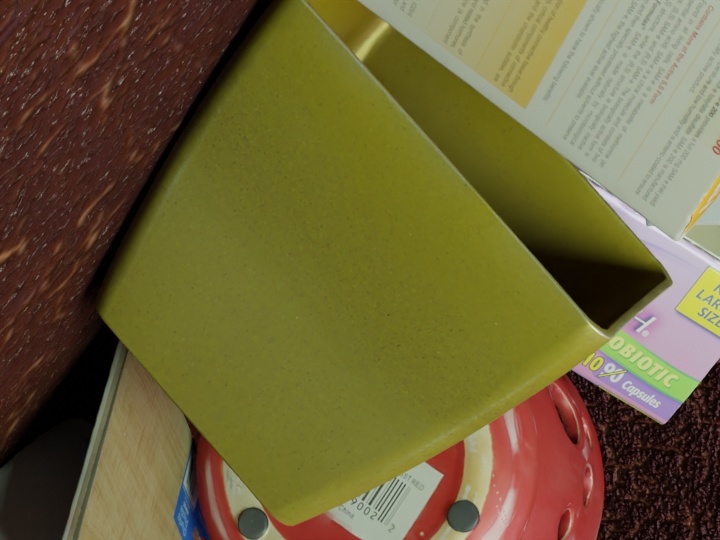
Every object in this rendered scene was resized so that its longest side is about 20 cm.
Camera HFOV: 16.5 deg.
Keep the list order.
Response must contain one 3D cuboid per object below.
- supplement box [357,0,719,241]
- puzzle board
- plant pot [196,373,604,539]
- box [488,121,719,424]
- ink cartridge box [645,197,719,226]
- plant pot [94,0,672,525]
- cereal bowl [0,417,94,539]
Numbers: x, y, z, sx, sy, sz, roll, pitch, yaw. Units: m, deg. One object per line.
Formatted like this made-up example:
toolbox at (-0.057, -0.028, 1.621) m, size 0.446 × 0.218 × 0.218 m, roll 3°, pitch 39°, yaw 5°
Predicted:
supplement box at (0.094, -0.126, 1.040) m, size 0.074 × 0.200 × 0.126 m, roll -45°, pitch 169°, yaw -41°
puzzle board at (-0.108, 0.137, 1.215) m, size 0.200 × 0.017 × 0.151 m, roll 75°, pitch 22°, yaw -54°
plant pot at (0.021, 0.104, 1.307) m, size 0.201 × 0.200 × 0.182 m, roll -52°, pitch 163°, yaw -2°
box at (0.112, -0.041, 1.346) m, size 0.097 × 0.175 × 0.200 m, roll -53°, pitch -163°, yaw 21°
ink cartridge box at (0.186, -0.131, 1.251) m, size 0.145 × 0.083 × 0.201 m, roll -32°, pitch 116°, yaw -66°
plant pot at (0.000, 0.000, 1.133) m, size 0.176 × 0.200 × 0.200 m, roll -43°, pitch 175°, yaw 15°
cereal bowl at (-0.171, 0.177, 1.250) m, size 0.200 × 0.083 × 0.200 m, roll -52°, pitch 171°, yaw -12°
